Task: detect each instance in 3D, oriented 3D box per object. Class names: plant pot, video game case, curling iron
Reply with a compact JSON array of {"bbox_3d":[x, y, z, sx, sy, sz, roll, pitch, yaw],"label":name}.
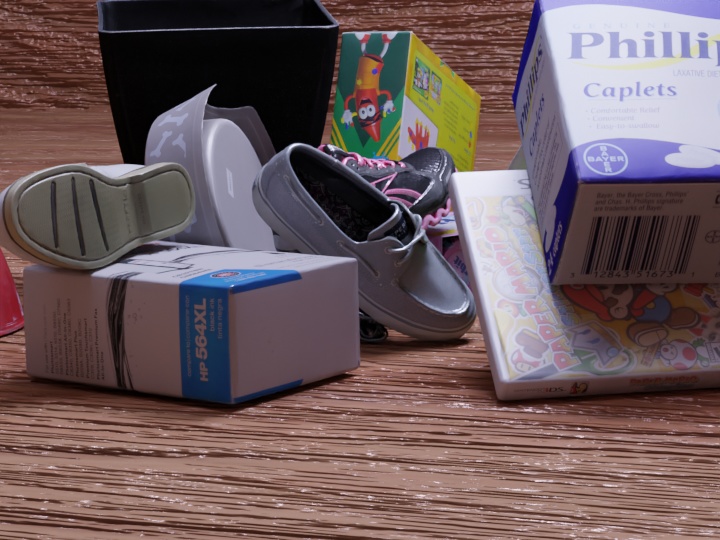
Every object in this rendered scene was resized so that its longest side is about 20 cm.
[{"bbox_3d":[-0.125,-0.138,1.786,0.198,0.179,0.200,-3,14,-7],"label":"plant pot"},{"bbox_3d":[0.166,0.003,1.424,0.180,0.023,0.201,-3,48,-9],"label":"video game case"},{"bbox_3d":[0.000,0.000,1.641,0.049,0.026,0.200,4,28,-6],"label":"curling iron"}]

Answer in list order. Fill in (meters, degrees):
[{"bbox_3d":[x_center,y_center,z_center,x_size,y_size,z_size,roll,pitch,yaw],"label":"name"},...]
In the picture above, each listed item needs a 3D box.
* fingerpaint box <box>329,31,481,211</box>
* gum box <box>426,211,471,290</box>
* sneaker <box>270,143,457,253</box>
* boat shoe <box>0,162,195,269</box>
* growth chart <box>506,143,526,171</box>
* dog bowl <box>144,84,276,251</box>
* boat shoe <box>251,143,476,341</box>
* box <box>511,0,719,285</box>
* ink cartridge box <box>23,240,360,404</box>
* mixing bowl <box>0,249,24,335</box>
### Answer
[{"bbox_3d":[0.039,-0.108,1.876,0.073,0.168,0.200,2,-10,22],"label":"fingerpaint box"},{"bbox_3d":[0.101,-0.013,1.764,0.199,0.067,0.113,-10,11,-42],"label":"gum box"},{"bbox_3d":[0.001,-0.064,1.637,0.079,0.096,0.200,7,32,46],"label":"sneaker"},{"bbox_3d":[-0.200,-0.038,1.451,0.068,0.075,0.200,-5,2,31],"label":"boat shoe"},{"bbox_3d":[0.208,-0.072,1.663,0.198,0.145,0.018,3,51,-9],"label":"growth chart"},{"bbox_3d":[-0.110,-0.046,1.634,0.058,0.202,0.200,-15,5,15],"label":"dog bowl"},{"bbox_3d":[0.010,-0.022,1.539,0.070,0.200,0.072,-57,6,-34],"label":"boat shoe"},{"bbox_3d":[0.214,-0.095,1.436,0.182,0.105,0.201,-1,46,-7],"label":"box"},{"bbox_3d":[-0.121,0.033,1.452,0.199,0.085,0.146,6,12,36],"label":"ink cartridge box"},{"bbox_3d":[-0.372,-0.005,1.669,0.198,0.109,0.200,0,9,0],"label":"mixing bowl"}]
